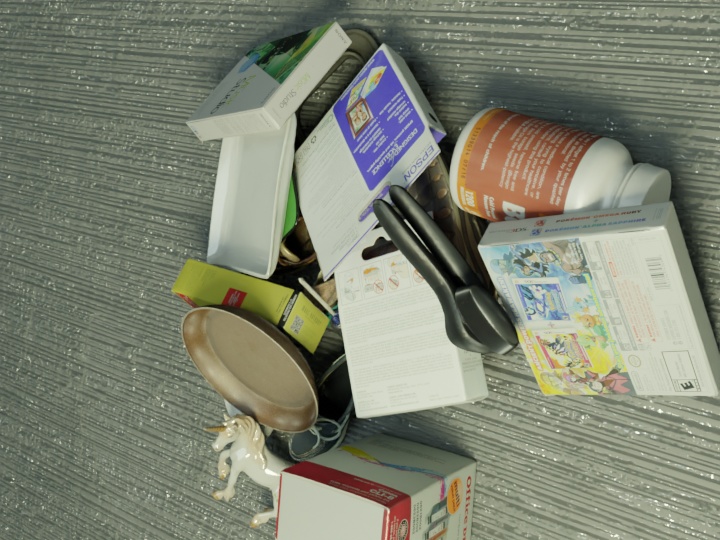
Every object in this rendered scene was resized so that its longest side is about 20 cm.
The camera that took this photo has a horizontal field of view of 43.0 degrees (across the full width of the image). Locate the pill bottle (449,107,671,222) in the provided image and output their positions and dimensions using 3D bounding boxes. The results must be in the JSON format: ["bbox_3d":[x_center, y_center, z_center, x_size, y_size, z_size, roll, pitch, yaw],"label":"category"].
[{"bbox_3d":[0.196,-0.085,0.905,0.198,0.112,0.114,23,106,33],"label":"pill bottle"}]

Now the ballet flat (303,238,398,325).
[{"bbox_3d":[0.000,0.000,1.086,0.199,0.068,0.068,-31,69,32],"label":"ballet flat"}]

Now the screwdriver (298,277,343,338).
[{"bbox_3d":[-0.033,0.045,1.043,0.029,0.200,0.028,15,74,17],"label":"screwdriver"}]

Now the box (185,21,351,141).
[{"bbox_3d":[-0.113,-0.221,1.085,0.199,0.036,0.145,5,53,53],"label":"box"}]

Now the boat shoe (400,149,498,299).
[{"bbox_3d":[0.099,-0.037,1.006,0.074,0.073,0.203,-13,91,39],"label":"boat shoe"}]

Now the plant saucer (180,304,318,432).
[{"bbox_3d":[-0.126,0.111,1.086,0.198,0.032,0.202,25,143,20],"label":"plant saucer"}]

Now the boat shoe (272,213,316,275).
[{"bbox_3d":[-0.079,-0.038,1.136,0.198,0.072,0.073,-13,85,36],"label":"boat shoe"}]

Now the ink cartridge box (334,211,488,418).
[{"bbox_3d":[0.048,0.052,1.004,0.159,0.047,0.203,-16,80,42],"label":"ink cartridge box"}]

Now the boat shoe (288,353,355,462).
[{"bbox_3d":[-0.038,0.168,1.126,0.075,0.062,0.200,52,120,20],"label":"boat shoe"}]

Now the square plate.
[{"bbox_3d":[-0.132,-0.098,1.125,0.197,0.028,0.203,10,92,60],"label":"square plate"}]

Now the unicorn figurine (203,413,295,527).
[{"bbox_3d":[-0.136,0.254,1.169,0.138,0.198,0.074,-52,21,30],"label":"unicorn figurine"}]

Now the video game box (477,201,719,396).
[{"bbox_3d":[0.229,0.036,0.869,0.180,0.047,0.201,-6,125,34],"label":"video game box"}]

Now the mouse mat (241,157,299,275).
[{"bbox_3d":[-0.121,-0.110,1.142,0.161,0.007,0.203,-38,53,50],"label":"mouse mat"}]

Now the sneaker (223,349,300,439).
[{"bbox_3d":[-0.124,0.123,1.178,0.099,0.074,0.203,2,94,37],"label":"sneaker"}]

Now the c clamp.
[{"bbox_3d":[-0.017,-0.197,1.108,0.199,0.027,0.173,-33,74,33],"label":"c clamp"}]

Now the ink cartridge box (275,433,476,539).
[{"bbox_3d":[0.020,0.282,1.008,0.143,0.199,0.148,9,99,32],"label":"ink cartridge box"}]

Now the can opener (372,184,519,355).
[{"bbox_3d":[0.086,-0.001,0.907,0.201,0.063,0.079,54,138,4],"label":"can opener"}]

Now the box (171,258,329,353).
[{"bbox_3d":[-0.137,0.041,1.115,0.198,0.075,0.051,16,70,36],"label":"box"}]

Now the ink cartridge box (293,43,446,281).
[{"bbox_3d":[0.006,-0.116,1.013,0.198,0.043,0.201,-47,42,26],"label":"ink cartridge box"}]
